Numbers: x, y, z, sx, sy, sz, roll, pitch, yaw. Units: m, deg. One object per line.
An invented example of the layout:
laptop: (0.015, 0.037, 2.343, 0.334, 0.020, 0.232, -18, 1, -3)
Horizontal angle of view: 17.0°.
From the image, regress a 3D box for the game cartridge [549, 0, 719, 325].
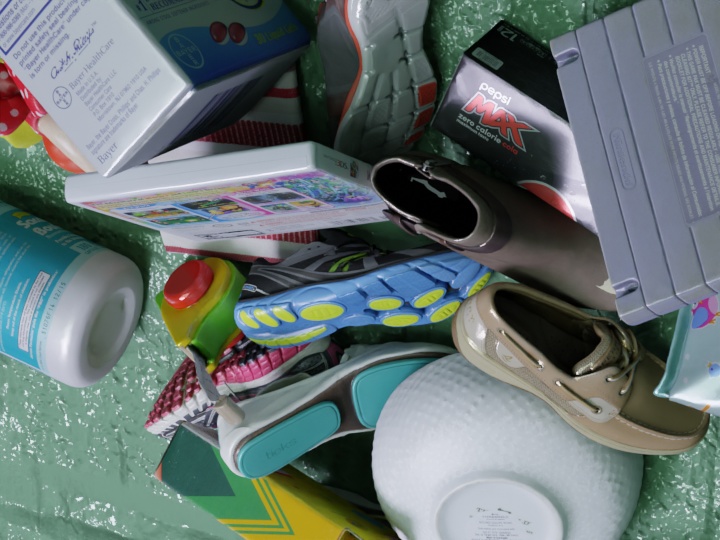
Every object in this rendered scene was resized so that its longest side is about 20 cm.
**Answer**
game cartridge: (0.202, -0.079, 1.531, 0.129, 0.038, 0.201, -20, 68, 20)

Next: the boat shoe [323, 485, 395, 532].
boat shoe: (0.025, 0.219, 1.881, 0.200, 0.061, 0.072, 6, 120, 29)

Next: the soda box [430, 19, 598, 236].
soda box: (0.151, -0.081, 1.626, 0.199, 0.063, 0.071, 34, 129, 12)

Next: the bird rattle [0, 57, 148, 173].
bird rattle: (-0.215, -0.123, 1.756, 0.163, 0.200, 0.113, 41, 89, -10)

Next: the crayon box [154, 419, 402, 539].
crayon box: (-0.044, 0.189, 1.813, 0.199, 0.127, 0.051, 30, 92, 31)

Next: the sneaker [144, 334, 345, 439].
sneaker: (-0.092, 0.096, 1.874, 0.199, 0.081, 0.075, -24, 118, 42)

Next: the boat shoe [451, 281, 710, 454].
boat shoe: (0.160, 0.068, 1.664, 0.199, 0.072, 0.065, 24, 153, -13)

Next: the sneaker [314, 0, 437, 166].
sneaker: (0.005, -0.155, 1.686, 0.082, 0.077, 0.201, 52, 147, 39)

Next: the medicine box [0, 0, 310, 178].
medicine box: (-0.163, -0.186, 1.665, 0.200, 0.182, 0.103, 50, 120, 5)

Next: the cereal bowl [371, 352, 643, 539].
cereal bowl: (0.104, 0.157, 1.741, 0.198, 0.084, 0.201, 4, 127, 6)

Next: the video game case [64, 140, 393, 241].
video game case: (-0.077, -0.053, 1.704, 0.199, 0.182, 0.024, -6, 79, 27)

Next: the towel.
towel: (-0.101, -0.099, 1.803, 0.143, 0.023, 0.201, 7, 122, 27)

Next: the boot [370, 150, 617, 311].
boot: (0.102, -0.025, 1.632, 0.199, 0.146, 0.071, 21, 94, 25)

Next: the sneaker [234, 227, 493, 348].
sneaker: (0.000, 0.000, 1.760, 0.198, 0.083, 0.071, -10, 143, 22)

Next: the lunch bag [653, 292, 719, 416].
lunch bag: (0.299, 0.011, 1.547, 0.169, 0.122, 0.201, 17, 91, 24)

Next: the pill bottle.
pill bottle: (-0.280, 0.007, 1.918, 0.199, 0.111, 0.111, 23, 127, 19)

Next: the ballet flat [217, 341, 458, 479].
ballet flat: (-0.017, 0.090, 1.783, 0.070, 0.199, 0.069, 68, 166, 0)

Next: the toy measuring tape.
toy measuring tape: (-0.104, 0.042, 1.808, 0.200, 0.073, 0.074, -125, 27, -58)
